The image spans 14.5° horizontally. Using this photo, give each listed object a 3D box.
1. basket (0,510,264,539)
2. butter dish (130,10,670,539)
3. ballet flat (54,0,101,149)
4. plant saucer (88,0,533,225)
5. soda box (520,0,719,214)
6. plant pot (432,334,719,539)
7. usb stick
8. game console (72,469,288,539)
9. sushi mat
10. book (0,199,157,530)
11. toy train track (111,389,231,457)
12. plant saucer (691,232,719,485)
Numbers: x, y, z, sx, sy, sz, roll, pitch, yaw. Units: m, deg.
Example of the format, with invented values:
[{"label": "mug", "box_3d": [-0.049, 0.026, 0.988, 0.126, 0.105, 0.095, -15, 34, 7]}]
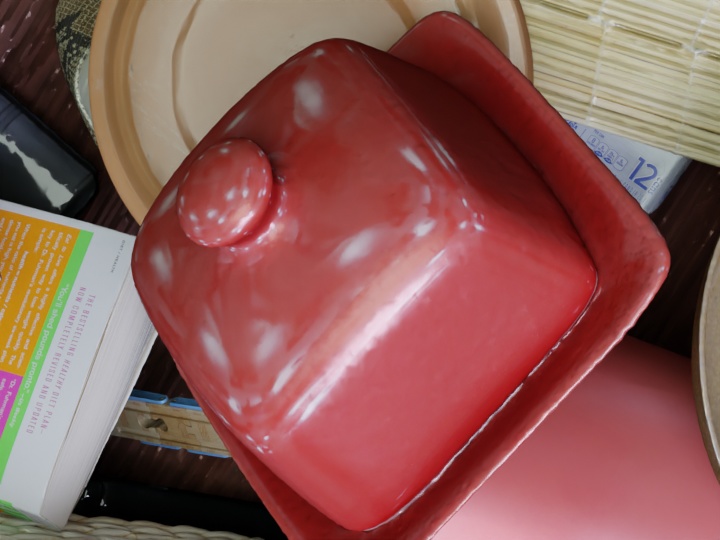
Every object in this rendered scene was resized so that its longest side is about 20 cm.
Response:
[{"label": "basket", "box_3d": [-0.124, 0.219, 1.250, 0.199, 0.161, 0.199, 7, 102, -21]}, {"label": "butter dish", "box_3d": [-0.015, -0.008, 1.129, 0.200, 0.148, 0.200, -48, 48, 12]}, {"label": "ballet flat", "box_3d": [-0.085, -0.049, 1.315, 0.068, 0.075, 0.201, -27, 92, 10]}, {"label": "plant saucer", "box_3d": [-0.024, -0.083, 1.246, 0.199, 0.032, 0.201, 1, 95, 12]}, {"label": "soda box", "box_3d": [0.072, -0.112, 1.288, 0.200, 0.063, 0.068, 36, 99, 3]}, {"label": "plant pot", "box_3d": [0.101, 0.113, 1.256, 0.177, 0.200, 0.201, 12, 99, -3]}, {"label": "usb stick", "box_3d": [-0.210, -0.086, 1.352, 0.200, 0.033, 0.055, 41, 102, 3]}, {"label": "game console", "box_3d": [-0.145, 0.182, 1.384, 0.175, 0.116, 0.201, 11, 101, -23]}, {"label": "sushi mat", "box_3d": [0.149, -0.097, 1.240, 0.199, 0.012, 0.096, 18, 98, 5]}, {"label": "book", "box_3d": [-0.198, 0.029, 1.304, 0.199, 0.048, 0.134, 16, 74, 27]}, {"label": "toy train track", "box_3d": [-0.057, 0.067, 1.304, 0.200, 0.033, 0.115, 6, 123, 44]}, {"label": "plant saucer", "box_3d": [0.202, 0.047, 1.192, 0.035, 0.200, 0.201, -13, 97, 51]}]
